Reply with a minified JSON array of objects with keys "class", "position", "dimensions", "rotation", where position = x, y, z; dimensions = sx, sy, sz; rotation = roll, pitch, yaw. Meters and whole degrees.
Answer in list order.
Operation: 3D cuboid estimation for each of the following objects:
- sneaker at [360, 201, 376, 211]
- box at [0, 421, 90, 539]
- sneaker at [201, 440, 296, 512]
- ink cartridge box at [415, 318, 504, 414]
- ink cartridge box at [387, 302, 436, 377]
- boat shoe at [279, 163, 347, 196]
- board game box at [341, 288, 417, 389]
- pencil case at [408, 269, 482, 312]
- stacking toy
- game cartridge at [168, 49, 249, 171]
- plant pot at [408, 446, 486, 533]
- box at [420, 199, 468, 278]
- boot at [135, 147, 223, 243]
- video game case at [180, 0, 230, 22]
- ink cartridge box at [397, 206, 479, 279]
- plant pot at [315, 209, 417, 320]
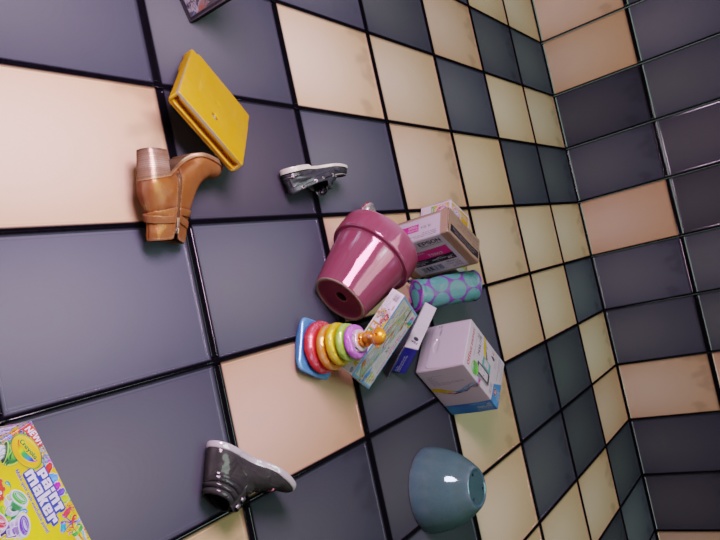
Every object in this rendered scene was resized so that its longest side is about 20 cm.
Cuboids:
[{"class":"sneaker","position":[0.058,-0.075,1.713],"dimensions":[0.078,0.081,0.203],"rotation":[-42,112,-52]},{"class":"box","position":[-0.449,0.317,0.813],"dimensions":[0.192,0.120,0.203],"rotation":[-38,110,-54]},{"class":"sneaker","position":[-0.197,0.375,1.204],"dimensions":[0.199,0.070,0.101],"rotation":[37,51,-35]},{"class":"ink cartridge box","position":[0.263,0.255,1.833],"dimensions":[0.200,0.144,0.148],"rotation":[49,42,-32]},{"class":"ink cartridge box","position":[0.128,0.177,1.713],"dimensions":[0.039,0.100,0.201],"rotation":[28,44,6]},{"class":"boat shoe","position":[-0.095,-0.198,1.545],"dimensions":[0.198,0.074,0.067],"rotation":[-14,92,-55]},{"class":"board game box","position":[0.044,0.152,1.527],"dimensions":[0.201,0.034,0.135],"rotation":[-55,154,-9]},{"class":"pencil case","position":[0.222,0.052,1.834],"dimensions":[0.197,0.092,0.087],"rotation":[-8,82,-24]},{"class":"stacking toy","position":[-0.027,0.145,1.408],"dimensions":[0.109,0.198,0.118],"rotation":[28,55,-46]},{"class":"game cartridge","position":[-0.277,-0.302,1.306],"dimensions":[0.177,0.032,0.202],"rotation":[50,20,-33]},{"class":"plant pot","position":[0.224,0.527,1.692],"dimensions":[0.199,0.133,0.204],"rotation":[24,59,-48]},{"class":"box","position":[0.233,-0.077,1.947],"dimensions":[0.112,0.100,0.203],"rotation":[34,52,-45]},{"class":"boot","position":[-0.312,-0.125,1.223],"dimensions":[0.199,0.073,0.158],"rotation":[-7,91,-56]},{"class":"video game case","position":[-0.284,-0.592,1.302],"dimensions":[0.025,0.197,0.183],"rotation":[-43,113,-54]},{"class":"ink cartridge box","position":[0.180,-0.064,1.780],"dimensions":[0.164,0.198,0.076],"rotation":[37,49,-41]},{"class":"plant pot","position":[0.000,0.000,1.527],"dimensions":[0.180,0.198,0.201],"rotation":[-52,122,-30]}]
